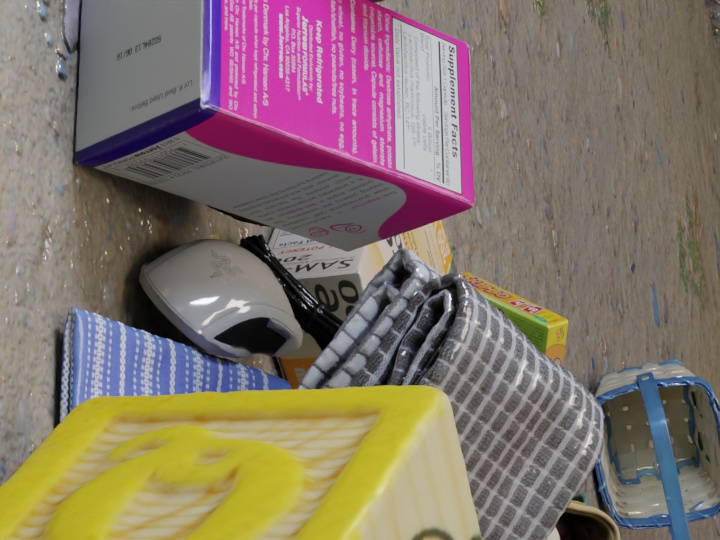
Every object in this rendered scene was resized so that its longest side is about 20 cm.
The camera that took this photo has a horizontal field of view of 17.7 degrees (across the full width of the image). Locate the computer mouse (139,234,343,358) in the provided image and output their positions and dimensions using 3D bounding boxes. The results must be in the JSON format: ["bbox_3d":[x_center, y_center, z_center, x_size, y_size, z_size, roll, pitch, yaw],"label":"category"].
[{"bbox_3d":[-0.056,0.015,1.294,0.110,0.044,0.200,47,12,15],"label":"computer mouse"}]

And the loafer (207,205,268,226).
[{"bbox_3d":[-0.048,-0.089,1.357,0.071,0.073,0.200,43,41,-15],"label":"loafer"}]

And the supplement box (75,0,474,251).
[{"bbox_3d":[-0.041,-0.089,1.223,0.199,0.101,0.104,20,62,-42],"label":"supplement box"}]

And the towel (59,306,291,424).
[{"bbox_3d":[-0.087,0.108,1.189,0.200,0.024,0.146,24,61,-57],"label":"towel"}]

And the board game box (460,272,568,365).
[{"bbox_3d":[0.089,0.111,1.577,0.030,0.095,0.201,-13,119,-42],"label":"board game box"}]

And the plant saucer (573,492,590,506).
[{"bbox_3d":[0.109,0.245,1.606,0.036,0.200,0.200,37,24,0],"label":"plant saucer"}]

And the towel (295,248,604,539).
[{"bbox_3d":[0.027,0.113,1.193,0.200,0.085,0.166,-56,138,-5],"label":"towel"}]

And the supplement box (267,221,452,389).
[{"bbox_3d":[0.000,0.000,1.502,0.200,0.073,0.127,-72,151,-53],"label":"supplement box"}]

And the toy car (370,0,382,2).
[{"bbox_3d":[-0.003,-0.241,1.411,0.200,0.174,0.151,-63,145,-62],"label":"toy car"}]

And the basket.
[{"bbox_3d":[0.301,0.182,2.312,0.200,0.138,0.177,-83,161,-66],"label":"basket"}]

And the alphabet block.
[{"bbox_3d":[-0.057,0.183,1.002,0.195,0.195,0.201,-54,134,-56],"label":"alphabet block"}]

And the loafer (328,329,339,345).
[{"bbox_3d":[-0.008,0.105,1.297,0.070,0.068,0.201,-52,162,-29],"label":"loafer"}]

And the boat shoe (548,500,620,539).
[{"bbox_3d":[0.092,0.166,1.409,0.200,0.066,0.074,-2,80,-57],"label":"boat shoe"}]
